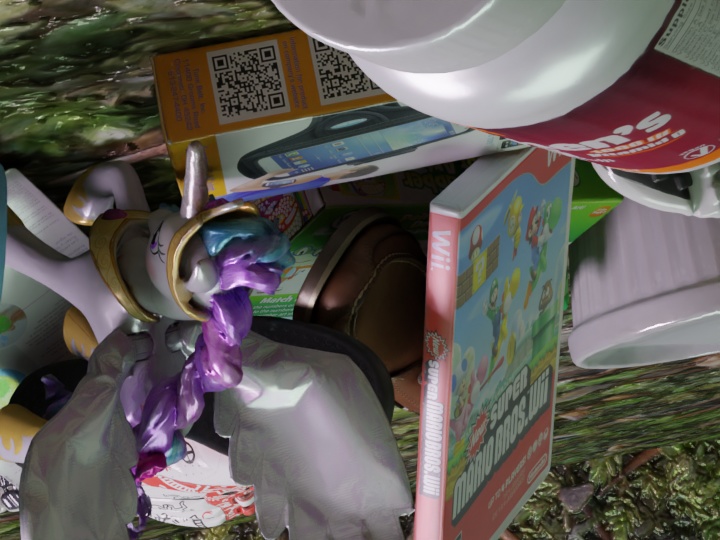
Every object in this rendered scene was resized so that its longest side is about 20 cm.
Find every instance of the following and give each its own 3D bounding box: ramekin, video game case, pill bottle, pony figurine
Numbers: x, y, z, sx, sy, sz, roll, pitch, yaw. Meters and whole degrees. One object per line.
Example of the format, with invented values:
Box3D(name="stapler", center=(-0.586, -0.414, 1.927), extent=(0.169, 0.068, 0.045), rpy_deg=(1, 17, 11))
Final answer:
Box3D(name="ramekin", center=(0.211, -0.011, 1.234), extent=(0.201, 0.095, 0.202), rpy_deg=(-12, 170, -2))
Box3D(name="video game case", center=(0.062, 0.037, 0.967), extent=(0.017, 0.202, 0.143), rpy_deg=(13, -152, 22))
Box3D(name="pill bottle", center=(0.054, -0.090, 0.596), extent=(0.109, 0.110, 0.200), rpy_deg=(-17, 169, 27))
Box3D(name="pony figurine", center=(-0.084, 0.044, 0.822), extent=(0.166, 0.195, 0.199), rpy_deg=(-16, -168, -32))

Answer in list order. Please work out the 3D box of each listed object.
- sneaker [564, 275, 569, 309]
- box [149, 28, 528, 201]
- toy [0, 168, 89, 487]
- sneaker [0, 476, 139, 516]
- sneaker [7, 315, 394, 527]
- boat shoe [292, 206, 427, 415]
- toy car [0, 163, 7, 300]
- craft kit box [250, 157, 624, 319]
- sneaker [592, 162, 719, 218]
Box3D(name="sneaker", center=(0.061, 0.017, 1.238), extent=(0.074, 0.084, 0.200), rpy_deg=(-8, 169, -22))
Box3D(name="box", center=(0.019, -0.071, 0.855), extent=(0.198, 0.042, 0.119), rpy_deg=(-9, 169, -2))
Box3D(name="toy", center=(-0.157, 0.025, 0.981), extent=(0.115, 0.047, 0.200), rpy_deg=(-33, 142, 7))
Box3D(name="sneaker", center=(-0.161, 0.086, 1.137), extent=(0.199, 0.078, 0.080), rpy_deg=(9, -155, 31))
Box3D(name="sneaker", center=(-0.052, 0.071, 0.953), extent=(0.200, 0.068, 0.108), rpy_deg=(-8, 157, 30))
Box3D(name="boat shoe", center=(0.025, 0.025, 0.978), extent=(0.068, 0.072, 0.200), rpy_deg=(32, 178, 17))
Box3D(name="toy car", center=(-0.235, 0.032, 0.810), extent=(0.183, 0.179, 0.200), rpy_deg=(2, 179, -14))
Box3D(name="craft kit box", center=(0.000, 0.000, 1.073), extent=(0.199, 0.049, 0.197), rpy_deg=(-2, 154, -41))
Box3D(name="sneaker", center=(0.167, -0.069, 0.908), extent=(0.199, 0.076, 0.081), rpy_deg=(-18, -171, -34))
